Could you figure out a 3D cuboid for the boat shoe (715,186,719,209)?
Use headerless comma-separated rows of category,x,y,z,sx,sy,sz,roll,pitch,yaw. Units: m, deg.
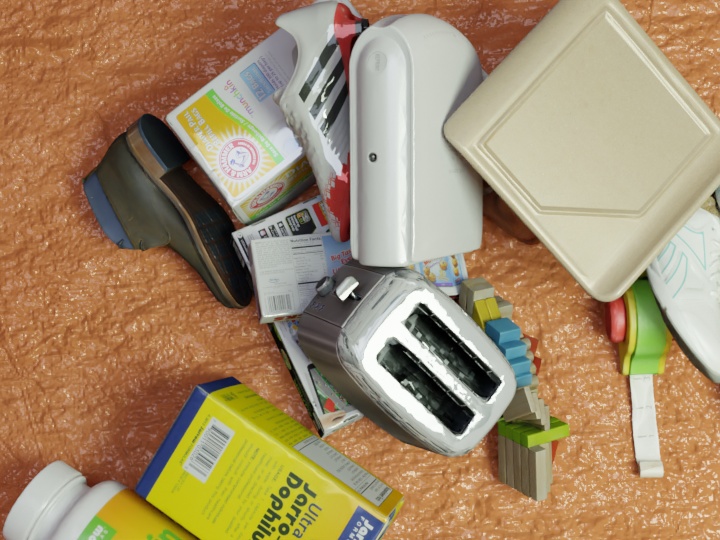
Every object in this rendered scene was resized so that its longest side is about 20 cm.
boat shoe,0.417,-0.089,1.042,0.197,0.069,0.072,-11,71,-4

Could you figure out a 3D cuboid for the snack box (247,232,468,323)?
snack box,0.000,0.000,1.057,0.197,0.024,0.073,-6,72,-17

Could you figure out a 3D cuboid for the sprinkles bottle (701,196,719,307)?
sprinkles bottle,0.327,0.036,1.041,0.067,0.068,0.202,-25,79,0

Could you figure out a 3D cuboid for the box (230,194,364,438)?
box,-0.030,0.038,1.075,0.109,0.035,0.202,-23,79,-14

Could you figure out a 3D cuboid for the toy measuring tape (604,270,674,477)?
toy measuring tape,0.254,0.081,1.039,0.072,0.074,0.203,-2,80,4

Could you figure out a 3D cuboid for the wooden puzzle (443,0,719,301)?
wooden puzzle,0.191,-0.106,0.961,0.200,0.037,0.185,45,81,-6

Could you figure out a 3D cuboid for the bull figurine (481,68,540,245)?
bull figurine,0.148,-0.126,1.048,0.120,0.065,0.203,26,113,32

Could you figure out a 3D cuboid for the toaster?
toaster,0.045,0.079,0.981,0.200,0.129,0.114,45,80,-13

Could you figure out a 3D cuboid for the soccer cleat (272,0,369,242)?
soccer cleat,-0.033,-0.125,0.998,0.084,0.069,0.203,1,102,12

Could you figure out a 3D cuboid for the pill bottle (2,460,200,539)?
pill bottle,-0.210,0.257,1.026,0.199,0.111,0.112,33,84,9

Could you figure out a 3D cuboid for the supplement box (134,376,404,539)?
supplement box,-0.076,0.195,1.020,0.199,0.109,0.110,33,94,10

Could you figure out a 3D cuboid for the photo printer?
photo printer,0.050,-0.111,0.982,0.068,0.166,0.204,2,96,27

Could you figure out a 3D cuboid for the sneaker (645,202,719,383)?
sneaker,0.275,-0.006,0.981,0.079,0.070,0.203,-23,69,9

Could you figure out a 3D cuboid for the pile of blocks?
pile of blocks,0.147,0.098,1.040,0.061,0.082,0.203,-11,81,-27

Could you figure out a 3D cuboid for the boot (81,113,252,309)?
boot,-0.183,-0.037,1.110,0.096,0.075,0.202,-30,88,24

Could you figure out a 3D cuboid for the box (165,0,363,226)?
box,-0.064,-0.146,1.087,0.199,0.101,0.113,-37,79,-2
